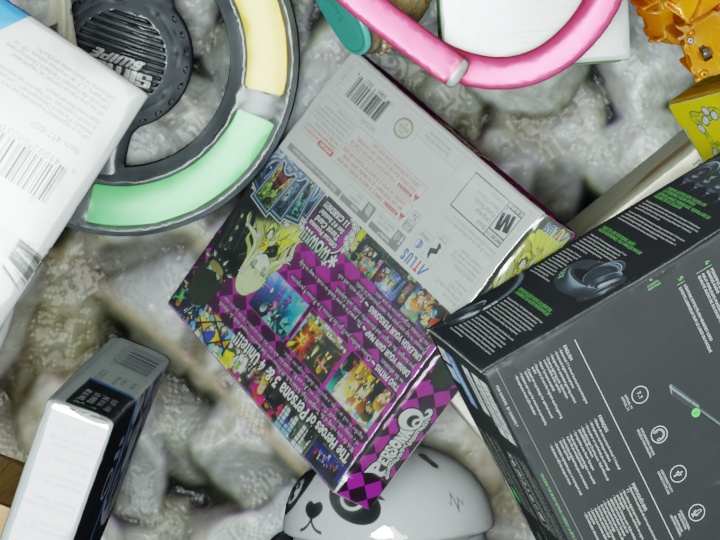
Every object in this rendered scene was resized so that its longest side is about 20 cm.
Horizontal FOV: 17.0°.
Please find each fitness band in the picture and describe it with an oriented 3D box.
[{"bbox_3d":[0.049,-0.184,1.277,0.200,0.037,0.144,38,96,-6],"label":"fitness band"}]

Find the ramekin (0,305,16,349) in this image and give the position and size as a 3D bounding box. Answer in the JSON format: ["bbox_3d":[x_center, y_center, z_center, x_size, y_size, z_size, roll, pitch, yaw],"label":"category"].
[{"bbox_3d":[-0.293,0.003,1.338,0.201,0.094,0.204,0,98,0],"label":"ramekin"}]

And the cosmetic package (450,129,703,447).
[{"bbox_3d":[0.139,0.023,1.350,0.200,0.071,0.105,-40,97,6],"label":"cosmetic package"}]

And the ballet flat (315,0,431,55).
[{"bbox_3d":[-0.023,-0.215,1.329,0.065,0.070,0.201,-34,101,-23],"label":"ballet flat"}]

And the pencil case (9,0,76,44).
[{"bbox_3d":[-0.187,-0.153,1.288,0.089,0.078,0.201,-3,94,30],"label":"pencil case"}]

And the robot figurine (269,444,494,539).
[{"bbox_3d":[0.016,0.196,1.345,0.149,0.125,0.201,-1,91,3],"label":"robot figurine"}]

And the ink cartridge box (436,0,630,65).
[{"bbox_3d":[0.090,-0.212,1.322,0.103,0.059,0.201,-4,98,1],"label":"ink cartridge box"}]

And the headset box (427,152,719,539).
[{"bbox_3d":[0.165,0.059,1.204,0.199,0.093,0.175,-31,110,-7],"label":"headset box"}]

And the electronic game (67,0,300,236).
[{"bbox_3d":[-0.133,-0.119,1.343,0.199,0.042,0.201,0,98,2],"label":"electronic game"}]

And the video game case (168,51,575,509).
[{"bbox_3d":[0.000,0.000,1.296,0.036,0.200,0.182,31,99,-43],"label":"video game case"}]

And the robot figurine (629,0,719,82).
[{"bbox_3d":[0.241,-0.166,1.232,0.199,0.145,0.058,-28,110,0],"label":"robot figurine"}]

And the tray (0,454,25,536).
[{"bbox_3d":[-0.235,0.210,1.365,0.037,0.099,0.201,21,98,-4],"label":"tray"}]

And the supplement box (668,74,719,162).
[{"bbox_3d":[0.284,-0.098,1.278,0.200,0.109,0.109,-34,98,-19],"label":"supplement box"}]

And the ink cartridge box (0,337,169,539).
[{"bbox_3d":[-0.167,0.148,1.308,0.043,0.198,0.201,22,99,0],"label":"ink cartridge box"}]

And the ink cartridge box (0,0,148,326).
[{"bbox_3d":[-0.221,-0.043,1.206,0.146,0.084,0.201,34,87,-9],"label":"ink cartridge box"}]
